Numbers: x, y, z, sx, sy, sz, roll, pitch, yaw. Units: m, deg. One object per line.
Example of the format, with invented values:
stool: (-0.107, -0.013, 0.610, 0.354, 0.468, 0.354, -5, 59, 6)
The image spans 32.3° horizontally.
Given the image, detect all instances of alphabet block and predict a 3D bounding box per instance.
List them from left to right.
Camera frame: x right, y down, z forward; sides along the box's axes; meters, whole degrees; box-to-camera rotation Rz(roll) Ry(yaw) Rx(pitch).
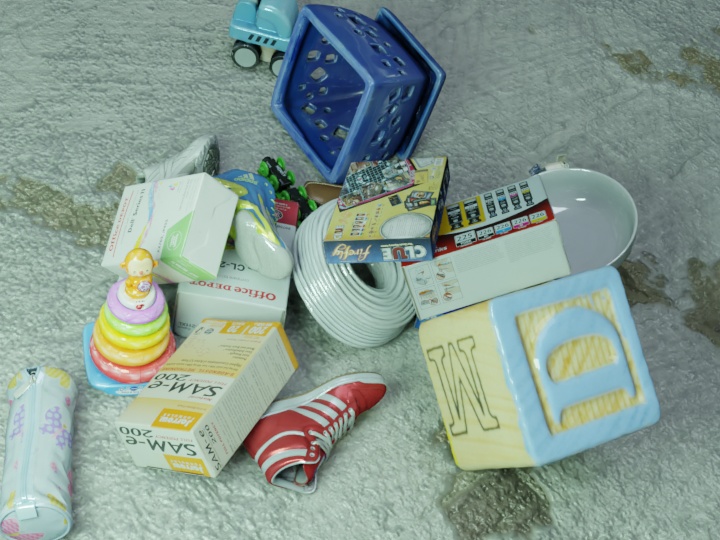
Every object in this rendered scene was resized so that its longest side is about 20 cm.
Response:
alphabet block: (0.212, 0.122, 1.503, 0.193, 0.200, 0.199, -13, 85, -25)

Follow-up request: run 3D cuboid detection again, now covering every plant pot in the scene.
plant pot: (0.004, -0.273, 1.870, 0.178, 0.201, 0.201, -14, 53, -35)

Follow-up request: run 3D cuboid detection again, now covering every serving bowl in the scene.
serving bowl: (0.291, -0.049, 1.748, 0.197, 0.066, 0.202, -7, 50, 8)

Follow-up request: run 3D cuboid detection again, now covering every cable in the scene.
cable: (0.000, 0.000, 1.650, 0.199, 0.069, 0.202, -11, 73, -47)

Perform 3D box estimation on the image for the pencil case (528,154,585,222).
pencil case: (0.323, -0.076, 1.844, 0.077, 0.090, 0.201, -9, 51, -32)

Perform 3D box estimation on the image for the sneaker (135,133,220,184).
sneaker: (-0.264, -0.137, 1.749, 0.098, 0.079, 0.201, 7, 34, 18)

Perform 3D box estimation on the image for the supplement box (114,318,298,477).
supplement box: (-0.179, 0.146, 1.473, 0.125, 0.074, 0.200, 0, 36, 33)

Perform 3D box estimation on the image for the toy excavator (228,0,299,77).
toy excavator: (-0.164, -0.425, 1.954, 0.192, 0.201, 0.101, 15, 45, -2)

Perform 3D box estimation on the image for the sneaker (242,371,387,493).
sneaker: (-0.041, 0.198, 1.501, 0.198, 0.072, 0.113, -18, 50, -20)

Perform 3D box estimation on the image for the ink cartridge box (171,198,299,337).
ink cartridge box: (-0.162, -0.005, 1.647, 0.144, 0.083, 0.202, 10, 46, -7)

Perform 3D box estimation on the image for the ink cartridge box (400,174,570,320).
ink cartridge box: (0.150, -0.040, 1.581, 0.197, 0.085, 0.176, -18, 27, 7)

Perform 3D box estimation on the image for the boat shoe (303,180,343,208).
boat shoe: (0.012, -0.092, 1.782, 0.197, 0.074, 0.076, 18, 45, 1)

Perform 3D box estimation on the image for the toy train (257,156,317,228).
toy train: (-0.088, -0.081, 1.756, 0.041, 0.057, 0.201, -18, 57, -31)

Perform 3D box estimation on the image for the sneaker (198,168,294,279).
sneaker: (-0.132, -0.074, 1.608, 0.104, 0.076, 0.200, -29, 59, -35)

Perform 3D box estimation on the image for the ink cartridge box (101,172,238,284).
ink cartridge box: (-0.255, -0.048, 1.572, 0.067, 0.198, 0.119, 32, 63, -42)

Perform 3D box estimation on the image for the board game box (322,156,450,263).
board game box: (0.037, -0.078, 1.572, 0.133, 0.035, 0.201, -2, 33, 13)

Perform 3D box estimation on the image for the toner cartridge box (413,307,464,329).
toner cartridge box: (0.136, 0.007, 1.747, 0.094, 0.043, 0.201, 15, 46, 0)

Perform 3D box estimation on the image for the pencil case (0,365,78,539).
pencil case: (-0.360, 0.205, 1.392, 0.082, 0.091, 0.202, 3, 48, -13)

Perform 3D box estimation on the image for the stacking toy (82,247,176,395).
stacking toy: (-0.269, 0.048, 1.486, 0.114, 0.201, 0.111, -2, 48, -18)
